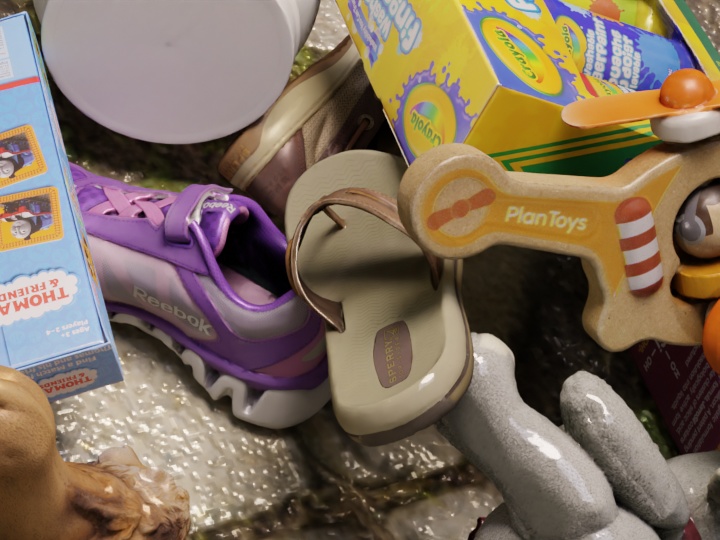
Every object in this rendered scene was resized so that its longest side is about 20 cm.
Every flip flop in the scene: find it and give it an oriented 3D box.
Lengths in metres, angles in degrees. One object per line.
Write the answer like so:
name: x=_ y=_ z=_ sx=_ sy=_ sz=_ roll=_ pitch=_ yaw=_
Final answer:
flip flop: x=0.000 y=0.000 z=1.161 sx=0.058 sy=0.081 sz=0.200 roll=50 pitch=16 yaw=-29

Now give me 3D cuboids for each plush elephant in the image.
plush elephant: x=0.114 y=0.115 z=1.195 sx=0.200 sy=0.165 sz=0.155 roll=29 pitch=27 yaw=19

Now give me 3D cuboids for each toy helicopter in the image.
toy helicopter: x=0.109 y=-0.030 z=1.136 sx=0.200 sy=0.133 sz=0.079 roll=6 pitch=21 yaw=-27

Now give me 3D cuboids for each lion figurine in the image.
lion figurine: x=-0.147 y=0.082 z=1.121 sx=0.122 sy=0.200 sz=0.073 roll=-1 pitch=68 yaw=10

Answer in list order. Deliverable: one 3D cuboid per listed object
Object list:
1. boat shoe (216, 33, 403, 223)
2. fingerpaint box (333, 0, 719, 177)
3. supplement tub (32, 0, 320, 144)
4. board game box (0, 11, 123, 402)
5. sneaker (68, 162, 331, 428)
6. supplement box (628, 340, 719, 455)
boat shoe: x=0.012 y=-0.087 z=1.396 sx=0.072 sy=0.072 sz=0.200 roll=44 pitch=50 yaw=4
fingerpaint box: x=0.089 y=-0.093 z=1.262 sx=0.167 sy=0.073 sz=0.200 roll=16 pitch=31 yaw=-27
supplement tub: x=-0.089 y=-0.174 z=1.365 sx=0.145 sy=0.146 sz=0.200 roll=13 pitch=41 yaw=-10
board game box: x=-0.202 y=-0.016 z=1.233 sx=0.151 sy=0.037 sz=0.200 roll=-16 pitch=54 yaw=-2
sneaker: x=-0.091 y=-0.011 z=1.273 sx=0.200 sy=0.089 sz=0.081 roll=29 pitch=48 yaw=7
supplement box: x=0.215 y=0.028 z=1.341 sx=0.131 sy=0.103 sz=0.200 roll=-4 pitch=51 yaw=-25
